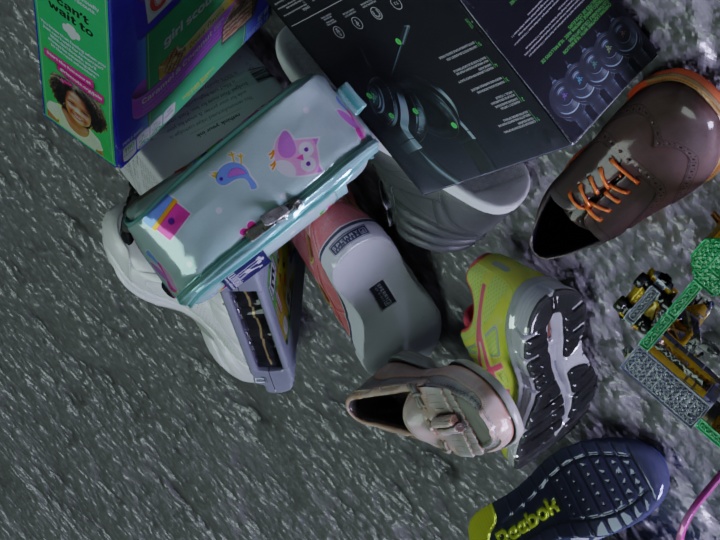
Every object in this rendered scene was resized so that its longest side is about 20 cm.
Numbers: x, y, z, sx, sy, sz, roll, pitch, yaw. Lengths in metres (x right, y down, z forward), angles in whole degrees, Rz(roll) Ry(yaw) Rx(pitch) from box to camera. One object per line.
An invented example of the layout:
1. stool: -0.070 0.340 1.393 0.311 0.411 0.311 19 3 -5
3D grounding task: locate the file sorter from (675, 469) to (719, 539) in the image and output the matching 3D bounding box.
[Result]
1. file sorter: 0.313 0.204 1.371 0.200 0.125 0.139 30 150 28

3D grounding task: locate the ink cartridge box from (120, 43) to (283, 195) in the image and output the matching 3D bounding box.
1. ink cartridge box: -0.106 -0.091 1.499 0.200 0.116 0.068 50 159 31

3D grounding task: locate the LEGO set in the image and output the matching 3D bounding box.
1. LEGO set: 0.258 0.049 1.287 0.200 0.116 0.154 35 123 11

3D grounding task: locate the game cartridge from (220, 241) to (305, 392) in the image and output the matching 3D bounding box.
1. game cartridge: -0.074 -0.011 1.611 0.040 0.134 0.200 -3 150 7

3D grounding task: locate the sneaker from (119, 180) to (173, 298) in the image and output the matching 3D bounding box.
1. sneaker: -0.147 -0.066 1.648 0.069 0.099 0.201 11 126 49

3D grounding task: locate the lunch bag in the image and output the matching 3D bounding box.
1. lunch bag: -0.062 -0.051 1.307 0.077 0.160 0.200 54 179 -4

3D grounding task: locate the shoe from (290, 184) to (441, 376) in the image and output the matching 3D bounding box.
1. shoe: 0.000 0.000 1.602 0.091 0.071 0.200 55 176 34

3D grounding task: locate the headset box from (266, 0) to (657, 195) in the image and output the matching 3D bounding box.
1. headset box: 0.054 -0.150 1.266 0.200 0.093 0.174 50 153 -12

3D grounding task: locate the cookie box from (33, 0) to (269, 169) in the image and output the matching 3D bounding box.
1. cookie box: -0.133 -0.192 1.389 0.075 0.171 0.200 33 152 16

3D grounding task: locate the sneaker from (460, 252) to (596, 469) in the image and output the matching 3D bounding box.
1. sneaker: 0.113 0.060 1.523 0.090 0.078 0.201 38 149 31

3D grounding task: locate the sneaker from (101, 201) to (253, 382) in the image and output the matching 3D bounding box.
1. sneaker: -0.126 0.003 1.787 0.200 0.078 0.099 39 148 -8

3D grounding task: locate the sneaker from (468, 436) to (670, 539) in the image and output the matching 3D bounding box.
1. sneaker: 0.167 0.172 1.609 0.200 0.082 0.074 -33 74 46

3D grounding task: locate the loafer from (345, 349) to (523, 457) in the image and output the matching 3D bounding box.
1. loafer: 0.051 0.103 1.538 0.072 0.063 0.200 66 163 -13

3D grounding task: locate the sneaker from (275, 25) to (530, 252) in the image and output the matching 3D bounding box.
1. sneaker: 0.016 -0.082 1.443 0.200 0.071 0.099 37 148 7

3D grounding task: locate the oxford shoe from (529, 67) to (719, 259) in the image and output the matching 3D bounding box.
1. oxford shoe: 0.161 -0.055 1.274 0.071 0.073 0.200 44 154 3
